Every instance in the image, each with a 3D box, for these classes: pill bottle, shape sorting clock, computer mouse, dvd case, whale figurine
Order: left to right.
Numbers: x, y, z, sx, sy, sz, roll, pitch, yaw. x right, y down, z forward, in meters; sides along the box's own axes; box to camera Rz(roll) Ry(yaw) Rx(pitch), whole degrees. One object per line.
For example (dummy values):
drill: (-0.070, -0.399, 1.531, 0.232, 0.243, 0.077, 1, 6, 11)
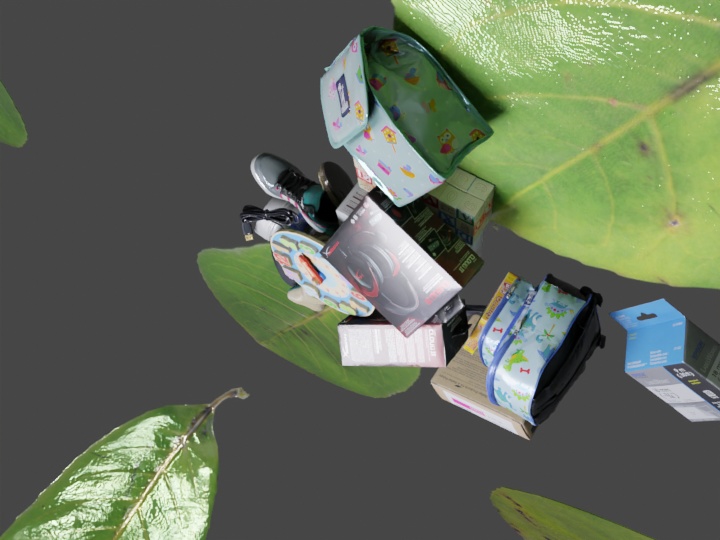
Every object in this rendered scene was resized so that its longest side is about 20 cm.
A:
computer mouse: (-0.158, -0.033, 1.570, 0.140, 0.046, 0.200, 11, 138, 29)
pill bottle: (-0.095, -0.059, 1.627, 0.200, 0.114, 0.114, 33, 162, 4)
shape sorting clock: (-0.061, 0.007, 1.346, 0.200, 0.039, 0.200, 34, 158, 16)
whale figurine: (-0.056, 0.001, 1.510, 0.159, 0.104, 0.200, 22, 145, -18)
dvd case: (0.128, 0.081, 1.612, 0.148, 0.016, 0.200, 3, 171, -19)

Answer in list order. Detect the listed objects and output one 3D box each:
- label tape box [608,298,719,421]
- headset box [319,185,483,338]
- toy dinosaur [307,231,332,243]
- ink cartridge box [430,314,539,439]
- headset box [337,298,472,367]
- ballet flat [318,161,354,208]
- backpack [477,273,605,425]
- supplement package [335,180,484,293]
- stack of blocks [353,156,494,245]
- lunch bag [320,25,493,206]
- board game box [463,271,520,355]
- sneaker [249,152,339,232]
label tape box: (0.455, 0.134, 1.219, 0.200, 0.063, 0.144, 36, 161, -6)
headset box: (0.063, -0.011, 1.193, 0.200, 0.075, 0.149, 45, 135, 1)
toy dinosaur: (0.000, 0.000, 1.364, 0.200, 0.047, 0.088, 45, 172, -30)
ink cartridge box: (0.256, 0.190, 1.550, 0.200, 0.165, 0.075, 22, 158, 36)
headset box: (0.083, 0.101, 1.404, 0.199, 0.149, 0.075, -1, 104, 23)
ballet flat: (-0.022, -0.110, 1.445, 0.046, 0.068, 0.200, -10, 144, 29)
backpack: (0.266, 0.123, 1.306, 0.147, 0.200, 0.183, 24, 160, 29)
supplement package: (0.080, -0.053, 1.336, 0.200, 0.111, 0.156, 31, 162, 17)
stack of blocks: (0.089, -0.127, 1.216, 0.200, 0.059, 0.115, 29, 161, 18)
lunch bag: (0.038, -0.192, 1.049, 0.200, 0.122, 0.170, 46, 163, -8)
board game box: (0.219, 0.077, 1.443, 0.030, 0.096, 0.200, 30, 161, 11)
sneaker: (-0.096, -0.137, 1.478, 0.200, 0.084, 0.121, 38, 164, -18)
